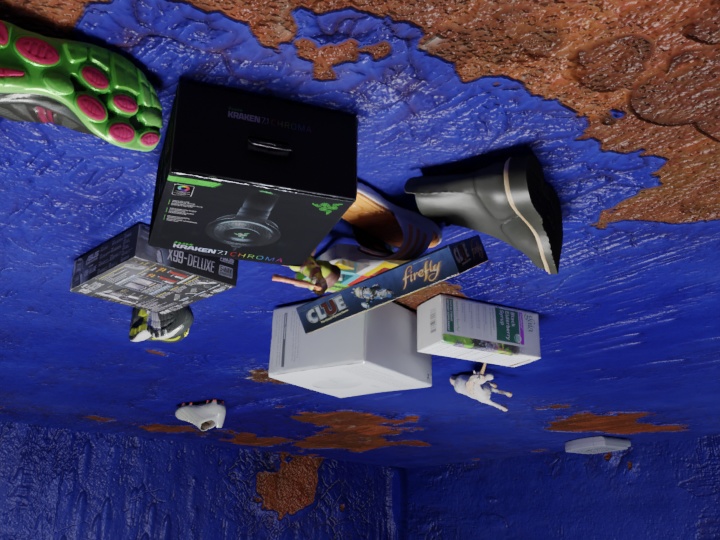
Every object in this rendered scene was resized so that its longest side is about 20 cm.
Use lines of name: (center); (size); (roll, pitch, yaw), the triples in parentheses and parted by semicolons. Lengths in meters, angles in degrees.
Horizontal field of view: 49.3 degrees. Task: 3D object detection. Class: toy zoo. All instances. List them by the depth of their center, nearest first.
toy zoo: (0.000, 0.000, 1.094); (0.130, 0.021, 0.200); (10, 162, -22)

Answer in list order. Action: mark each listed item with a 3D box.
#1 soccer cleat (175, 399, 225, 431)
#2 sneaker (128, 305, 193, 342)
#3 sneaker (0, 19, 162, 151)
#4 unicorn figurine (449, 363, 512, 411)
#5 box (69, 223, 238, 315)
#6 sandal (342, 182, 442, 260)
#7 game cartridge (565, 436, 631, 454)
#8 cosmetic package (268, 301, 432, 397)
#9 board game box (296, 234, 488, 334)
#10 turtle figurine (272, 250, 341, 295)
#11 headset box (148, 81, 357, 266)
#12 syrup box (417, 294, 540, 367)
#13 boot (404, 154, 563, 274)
soccer cleat: (-0.447, 0.404, 2.161); (0.199, 0.078, 0.069); (-15, 154, 39)
sneaker: (-0.315, 0.081, 1.302); (0.084, 0.075, 0.199); (9, 168, -36)
sneaker: (-0.259, -0.156, 0.657); (0.199, 0.077, 0.083); (20, 170, -34)
unicorn figurine: (0.259, 0.253, 1.695); (0.137, 0.074, 0.200); (24, 158, -23)
box: (-0.292, 0.005, 1.104); (0.157, 0.050, 0.199); (19, 153, -39)
sandal: (0.019, -0.045, 0.931); (0.079, 0.060, 0.206); (-15, 155, 38)
game cartridge: (0.785, 0.584, 2.620); (0.132, 0.041, 0.200); (7, 159, -25)
cosmetic package: (-0.013, 0.129, 1.313); (0.199, 0.124, 0.199); (-11, 156, 34)
board game box: (0.040, 0.015, 0.919); (0.199, 0.035, 0.135); (-23, 178, 23)
turtle figurine: (-0.097, -0.028, 0.958); (0.199, 0.065, 0.161); (28, -178, 25)
headset box: (-0.109, -0.088, 0.776); (0.173, 0.094, 0.200); (8, 158, -19)
syrup box: (0.195, 0.102, 1.288); (0.198, 0.079, 0.081); (11, 157, -24)
boot: (0.147, -0.059, 0.884); (0.137, 0.078, 0.200); (-3, 148, 26)
